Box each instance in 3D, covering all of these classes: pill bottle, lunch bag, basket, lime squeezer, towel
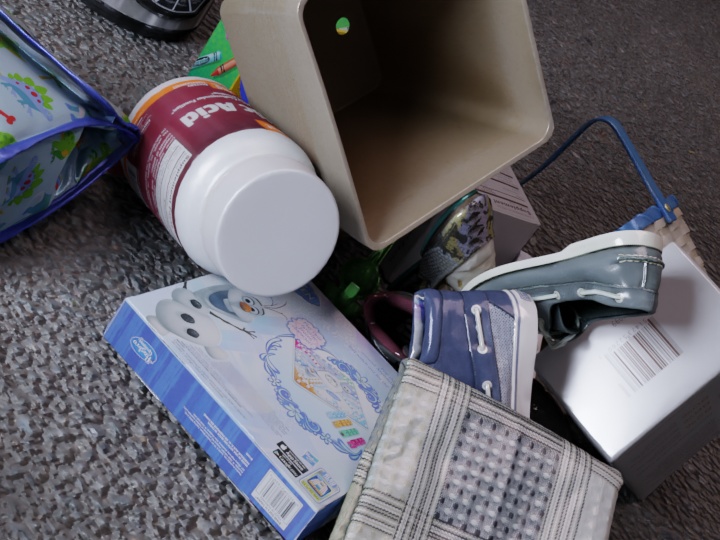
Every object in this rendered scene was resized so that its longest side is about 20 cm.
[{"bbox_3d":[-0.100,-0.065,1.040,0.113,0.115,0.200,16,15,-34],"label":"pill bottle"},{"bbox_3d":[-0.268,-0.121,0.979,0.170,0.128,0.200,41,29,7],"label":"lunch bag"},{"bbox_3d":[0.234,-0.027,1.351,0.139,0.176,0.201,-18,71,-52],"label":"basket"},{"bbox_3d":[0.000,0.000,1.146,0.037,0.071,0.200,25,25,7],"label":"lime squeezer"},{"bbox_3d":[0.079,0.181,0.932,0.192,0.035,0.201,30,61,-13],"label":"towel"}]

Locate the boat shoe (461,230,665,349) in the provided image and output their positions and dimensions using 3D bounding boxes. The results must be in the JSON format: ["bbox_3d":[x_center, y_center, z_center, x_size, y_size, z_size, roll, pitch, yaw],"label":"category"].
[{"bbox_3d":[0.147,0.025,1.054,0.072,0.199,0.062,12,66,-39],"label":"boat shoe"}]

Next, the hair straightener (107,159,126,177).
[{"bbox_3d":[-0.224,-0.111,1.117,0.199,0.041,0.077,3,43,-39],"label":"hair straightener"}]

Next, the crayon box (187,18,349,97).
[{"bbox_3d":[-0.057,-0.203,1.341,0.199,0.119,0.058,0,45,-48],"label":"crayon box"}]

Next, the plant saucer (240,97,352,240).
[{"bbox_3d":[-0.046,-0.090,1.220,0.198,0.030,0.201,7,41,-6],"label":"plant saucer"}]

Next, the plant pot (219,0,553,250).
[{"bbox_3d":[0.005,-0.164,1.081,0.199,0.201,0.176,-33,31,-26],"label":"plant pot"}]

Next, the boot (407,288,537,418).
[{"bbox_3d":[0.075,0.113,1.019,0.089,0.202,0.073,4,-5,-15],"label":"boot"}]

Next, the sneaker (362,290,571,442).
[{"bbox_3d":[0.073,0.084,1.082,0.199,0.076,0.115,36,-1,16],"label":"sneaker"}]

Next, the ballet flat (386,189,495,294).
[{"bbox_3d":[0.079,-0.002,1.148,0.071,0.200,0.073,5,68,-13],"label":"ballet flat"}]

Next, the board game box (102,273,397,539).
[{"bbox_3d":[-0.055,0.084,1.007,0.200,0.043,0.198,46,29,15],"label":"board game box"}]

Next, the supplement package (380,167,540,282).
[{"bbox_3d":[0.067,-0.083,1.311,0.109,0.114,0.201,15,37,-32],"label":"supplement package"}]

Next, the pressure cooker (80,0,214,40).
[{"bbox_3d":[-0.188,-0.346,1.319,0.178,0.200,0.176,34,28,-6],"label":"pressure cooker"}]

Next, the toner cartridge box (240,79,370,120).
[{"bbox_3d":[-0.004,-0.151,1.234,0.198,0.043,0.095,-4,45,-12],"label":"toner cartridge box"}]

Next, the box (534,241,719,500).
[{"bbox_3d":[0.245,0.089,1.146,0.107,0.152,0.200,51,2,24],"label":"box"}]

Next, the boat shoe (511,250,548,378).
[{"bbox_3d":[0.148,0.060,1.235,0.086,0.075,0.202,33,31,-6],"label":"boat shoe"}]
